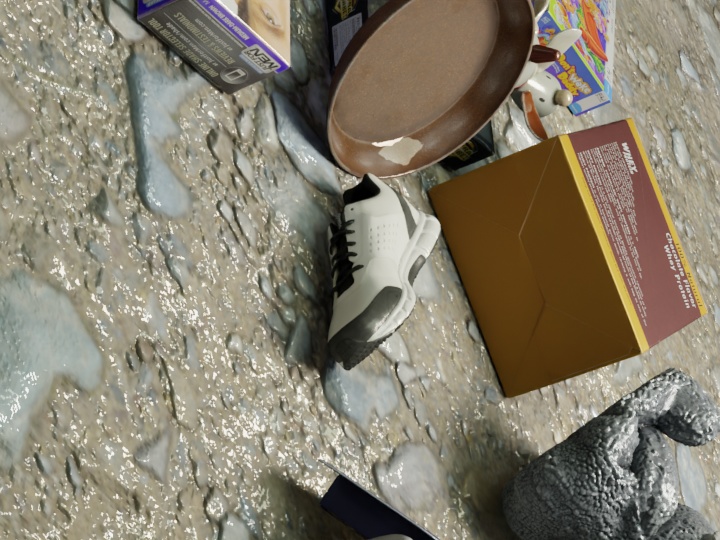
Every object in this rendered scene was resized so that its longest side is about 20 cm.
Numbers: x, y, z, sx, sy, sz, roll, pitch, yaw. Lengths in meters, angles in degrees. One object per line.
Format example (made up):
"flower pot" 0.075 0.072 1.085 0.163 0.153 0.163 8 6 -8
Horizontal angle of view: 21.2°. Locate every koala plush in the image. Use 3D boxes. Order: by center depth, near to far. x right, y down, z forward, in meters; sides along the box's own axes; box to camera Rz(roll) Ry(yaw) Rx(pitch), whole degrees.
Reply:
"koala plush" 0.228 0.215 1.546 0.200 0.177 0.184 55 34 10

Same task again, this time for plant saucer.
"plant saucer" 0.049 -0.160 1.524 0.034 0.200 0.200 49 16 31

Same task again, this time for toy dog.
"toy dog" 0.151 -0.179 1.671 0.200 0.096 0.132 -17 119 -59

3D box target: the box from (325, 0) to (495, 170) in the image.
"box" 0.041 -0.198 1.663 0.200 0.046 0.159 34 43 -47

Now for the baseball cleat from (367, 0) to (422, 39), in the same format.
"baseball cleat" 0.058 -0.237 1.598 0.106 0.070 0.200 54 34 -36

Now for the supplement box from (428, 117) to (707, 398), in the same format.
"supplement box" 0.189 -0.015 1.706 0.200 0.133 0.198 -20 89 -62

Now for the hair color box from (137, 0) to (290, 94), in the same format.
"hair color box" -0.105 -0.243 1.413 0.109 0.065 0.200 38 42 -45

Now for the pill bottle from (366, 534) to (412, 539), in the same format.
"pill bottle" 0.022 0.279 1.221 0.200 0.111 0.111 66 27 -5

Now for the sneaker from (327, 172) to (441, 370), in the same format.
"sneaker" 0.000 0.000 1.441 0.080 0.074 0.200 43 29 -15

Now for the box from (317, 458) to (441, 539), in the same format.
"box" 0.050 0.200 1.328 0.032 0.121 0.200 -55 136 -6

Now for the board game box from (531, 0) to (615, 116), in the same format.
"board game box" 0.219 -0.280 2.044 0.134 0.045 0.200 49 33 -33
